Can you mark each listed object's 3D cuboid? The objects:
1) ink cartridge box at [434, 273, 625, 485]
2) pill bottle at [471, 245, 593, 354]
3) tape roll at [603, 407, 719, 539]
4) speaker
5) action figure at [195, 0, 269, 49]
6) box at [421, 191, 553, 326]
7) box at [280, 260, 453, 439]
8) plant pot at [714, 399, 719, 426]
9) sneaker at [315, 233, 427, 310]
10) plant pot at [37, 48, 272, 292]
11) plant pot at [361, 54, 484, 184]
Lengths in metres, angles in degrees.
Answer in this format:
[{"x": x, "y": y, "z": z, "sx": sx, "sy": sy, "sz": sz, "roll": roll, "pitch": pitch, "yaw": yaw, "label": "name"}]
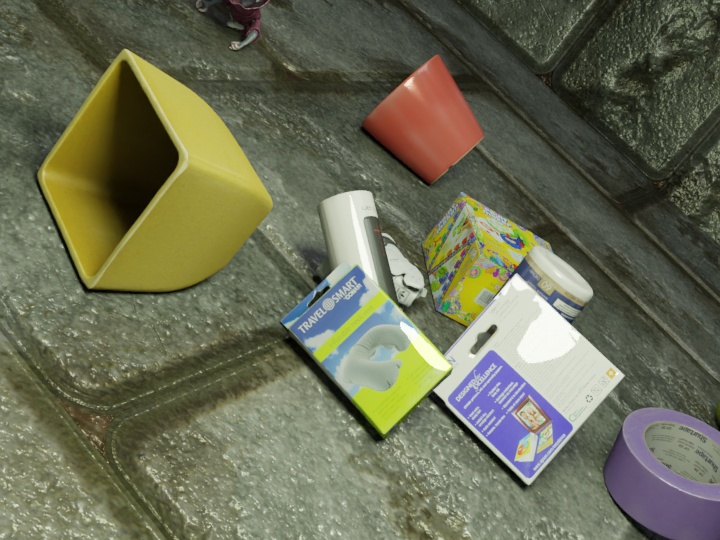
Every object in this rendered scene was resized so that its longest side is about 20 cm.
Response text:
[{"x": 0.217, "y": 0.144, "z": 1.349, "sx": 0.200, "sy": 0.198, "sz": 0.043, "roll": 43, "pitch": -6, "yaw": 6, "label": "ink cartridge box"}, {"x": 0.233, "y": 0.075, "z": 1.449, "sx": 0.110, "sy": 0.201, "sz": 0.111, "roll": 33, "pitch": 16, "yaw": -11, "label": "pill bottle"}, {"x": 0.463, "y": 0.297, "z": 1.468, "sx": 0.196, "sy": 0.086, "sz": 0.201, "roll": 11, "pitch": 29, "yaw": -6, "label": "tape roll"}, {"x": 0.000, "y": 0.000, "z": 1.326, "sx": 0.081, "sy": 0.080, "sz": 0.204, "roll": 2, "pitch": 70, "yaw": -50, "label": "speaker"}, {"x": -0.216, "y": -0.496, "z": 1.844, "sx": 0.134, "sy": 0.148, "sz": 0.200, "roll": 50, "pitch": -5, "yaw": 5, "label": "action figure"}, {"x": 0.222, "y": 0.007, "z": 1.643, "sx": 0.198, "sy": 0.123, "sz": 0.194, "roll": 27, "pitch": 28, "yaw": -21, "label": "box"}, {"x": 0.005, "y": 0.090, "z": 1.236, "sx": 0.200, "sy": 0.122, "sz": 0.048, "roll": 46, "pitch": -10, "yaw": 14, "label": "box"}, {"x": 0.754, "y": 0.300, "z": 1.839, "sx": 0.185, "sy": 0.189, "sz": 0.200, "roll": 15, "pitch": 19, "yaw": -39, "label": "plant pot"}, {"x": 0.024, "y": 0.007, "z": 1.437, "sx": 0.115, "sy": 0.075, "sz": 0.199, "roll": 45, "pitch": 24, "yaw": 18, "label": "sneaker"}, {"x": -0.219, "y": -0.096, "z": 1.171, "sx": 0.199, "sy": 0.196, "sz": 0.195, "roll": 15, "pitch": 34, "yaw": -50, "label": "plant pot"}, {"x": 0.129, "y": -0.277, "z": 1.915, "sx": 0.178, "sy": 0.200, "sz": 0.200, "roll": 49, "pitch": 26, "yaw": -2, "label": "plant pot"}]
